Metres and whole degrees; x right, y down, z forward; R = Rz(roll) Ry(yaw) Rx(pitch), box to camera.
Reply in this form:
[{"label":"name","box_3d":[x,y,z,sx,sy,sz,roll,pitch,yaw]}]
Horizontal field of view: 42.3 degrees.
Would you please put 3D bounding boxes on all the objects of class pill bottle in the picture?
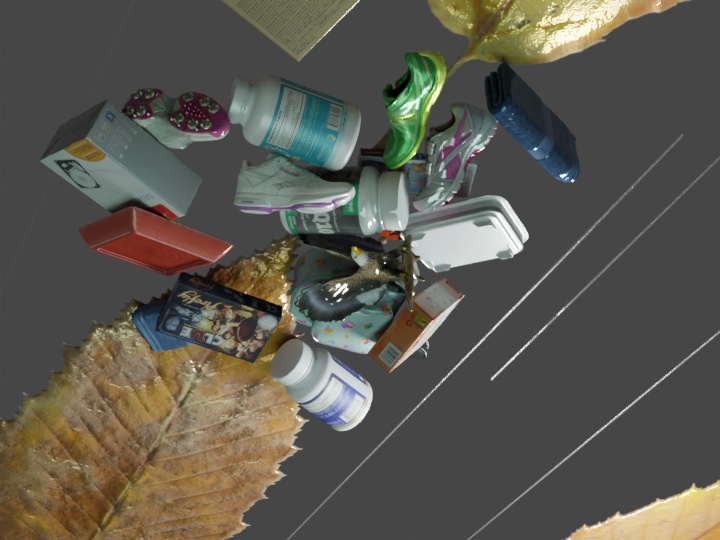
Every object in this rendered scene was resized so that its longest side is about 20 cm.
[{"label":"pill bottle","box_3d":[-0.081,0.225,1.860,0.119,0.120,0.200,-32,126,25]},{"label":"pill bottle","box_3d":[-0.107,-0.234,1.439,0.198,0.111,0.111,18,130,-17]},{"label":"pill bottle","box_3d":[-0.025,-0.115,1.524,0.198,0.114,0.114,1,135,15]}]

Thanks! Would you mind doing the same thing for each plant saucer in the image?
[{"label":"plant saucer","box_3d":[-0.350,-0.040,1.573,0.199,0.037,0.199,21,158,-38]}]

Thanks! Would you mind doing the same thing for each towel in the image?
[{"label":"towel","box_3d":[0.269,-0.225,1.454,0.048,0.112,0.200,-30,128,32]},{"label":"towel","box_3d":[-0.326,0.091,1.772,0.198,0.049,0.112,-13,131,10]}]

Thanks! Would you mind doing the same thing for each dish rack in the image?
[{"label":"dish rack","box_3d":[0.173,-0.053,1.583,0.198,0.044,0.172,-11,149,24]}]

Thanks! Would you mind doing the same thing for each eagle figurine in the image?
[{"label":"eagle figurine","box_3d":[-0.003,-0.005,1.558,0.198,0.152,0.152,-7,121,23]}]

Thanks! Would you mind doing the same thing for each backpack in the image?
[{"label":"backpack","box_3d":[-0.031,0.050,1.679,0.198,0.154,0.176,19,142,-9]}]

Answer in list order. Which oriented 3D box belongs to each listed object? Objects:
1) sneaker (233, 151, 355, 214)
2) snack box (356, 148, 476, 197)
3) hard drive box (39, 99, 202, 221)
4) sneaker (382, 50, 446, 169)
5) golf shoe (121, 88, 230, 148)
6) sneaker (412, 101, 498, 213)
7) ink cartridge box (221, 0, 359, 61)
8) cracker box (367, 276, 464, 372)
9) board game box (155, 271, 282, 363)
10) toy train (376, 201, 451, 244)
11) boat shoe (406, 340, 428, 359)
[{"label":"sneaker","box_3d":[-0.105,-0.139,1.450,0.198,0.101,0.075,1,173,16]},{"label":"snack box","box_3d":[0.092,-0.164,1.571,0.198,0.024,0.072,4,134,-7]},{"label":"hard drive box","box_3d":[-0.378,-0.161,1.478,0.155,0.077,0.200,-12,139,45]},{"label":"sneaker","box_3d":[0.068,-0.255,1.457,0.083,0.074,0.201,10,122,-15]},{"label":"golf shoe","box_3d":[-0.273,-0.226,1.434,0.199,0.076,0.092,17,154,30]},{"label":"sneaker","box_3d":[0.135,-0.188,1.504,0.088,0.081,0.201,30,100,-12]},{"label":"ink cartridge box","box_3d":[-0.082,-0.418,1.292,0.164,0.075,0.200,35,123,-28]},{"label":"cracker box","box_3d":[0.105,0.095,1.687,0.058,0.200,0.134,41,113,9]},{"label":"board game box","box_3d":[-0.261,0.089,1.717,0.199,0.035,0.136,20,128,-18]},{"label":"toy train","box_3d":[0.129,-0.082,1.636,0.199,0.056,0.150,17,148,-26]},{"label":"boat shoe","box_3d":[0.050,0.138,1.827,0.200,0.063,0.074,25,125,-25]}]
